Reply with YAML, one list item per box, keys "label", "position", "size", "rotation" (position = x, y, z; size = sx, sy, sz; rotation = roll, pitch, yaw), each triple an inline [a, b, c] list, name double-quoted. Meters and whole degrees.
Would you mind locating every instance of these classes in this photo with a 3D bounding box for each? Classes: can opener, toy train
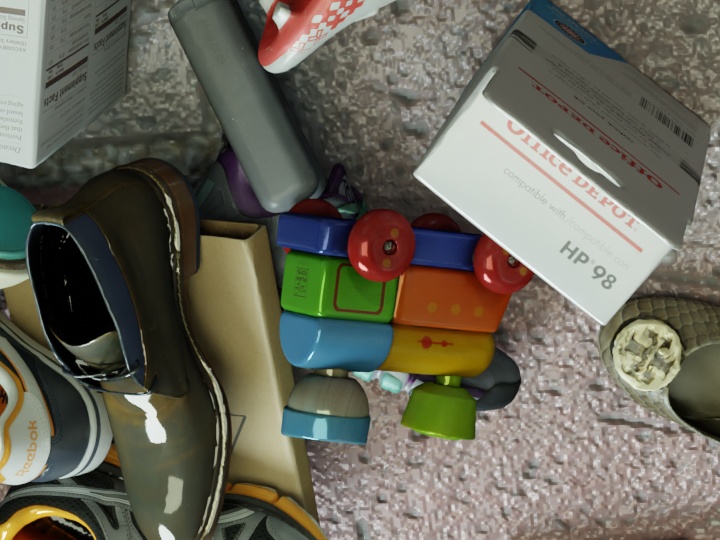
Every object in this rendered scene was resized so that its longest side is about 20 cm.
- label: "can opener"
  position: [-0.059, -0.129, 1.164]
  size: [0.067, 0.053, 0.201]
  rotation: [-27, 88, 7]
- label: "toy train"
  position: [0.051, 0.032, 1.150]
  size: [0.199, 0.085, 0.116]
  rotation: [6, 93, -30]

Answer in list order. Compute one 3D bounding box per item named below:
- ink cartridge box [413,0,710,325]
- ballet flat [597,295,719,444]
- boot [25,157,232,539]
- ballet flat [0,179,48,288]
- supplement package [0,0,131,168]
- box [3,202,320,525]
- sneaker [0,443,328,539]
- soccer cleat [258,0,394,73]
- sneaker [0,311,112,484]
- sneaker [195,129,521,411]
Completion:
- label: "ink cartridge box"
  position: [0.096, -0.051, 1.095]
  size: [0.116, 0.200, 0.067]
  rotation: [38, 112, -2]
- label: "ballet flat"
  position: [0.212, 0.075, 1.194]
  size: [0.200, 0.046, 0.068]
  rotation: [30, 110, 1]
- label: "boot"
  position: [-0.120, 0.051, 1.134]
  size: [0.074, 0.097, 0.201]
  rotation: [-3, 98, 29]
- label: "ballet flat"
  position: [-0.208, -0.026, 1.187]
  size: [0.069, 0.200, 0.070]
  rotation: [-13, 124, -20]
- label: "supplement package"
  position: [-0.228, -0.135, 1.159]
  size: [0.199, 0.156, 0.111]
  rotation: [9, 109, 9]
- label: "box"
  position: [-0.107, 0.061, 1.230]
  size: [0.163, 0.021, 0.201]
  rotation: [6, 120, 27]
- label: "sneaker"
  position: [-0.101, 0.150, 1.217]
  size: [0.199, 0.077, 0.079]
  rotation: [14, 122, 19]
- label: "soccer cleat"
  position: [0.031, -0.163, 1.127]
  size: [0.085, 0.069, 0.200]
  rotation: [40, 92, -22]
- label: "sneaker"
  position: [-0.225, 0.050, 1.223]
  size: [0.200, 0.079, 0.079]
  rotation: [24, 107, 33]
- label: "sneaker"
  position: [0.000, 0.000, 1.202]
  size: [0.199, 0.074, 0.088]
  rotation: [25, 106, 4]
